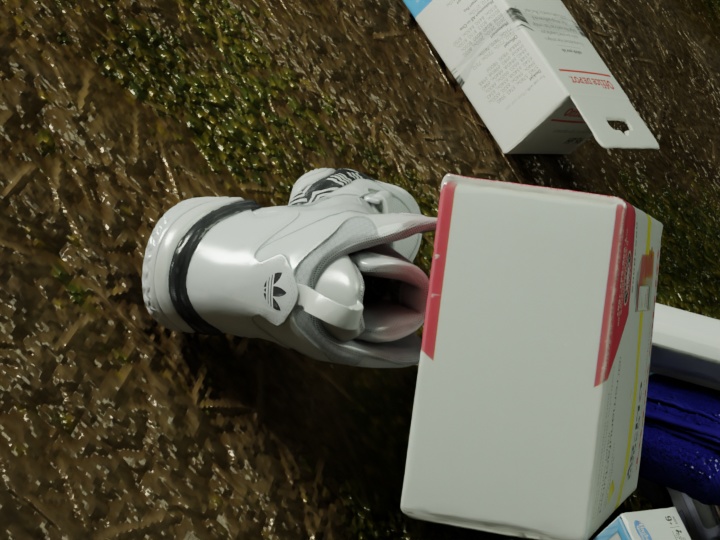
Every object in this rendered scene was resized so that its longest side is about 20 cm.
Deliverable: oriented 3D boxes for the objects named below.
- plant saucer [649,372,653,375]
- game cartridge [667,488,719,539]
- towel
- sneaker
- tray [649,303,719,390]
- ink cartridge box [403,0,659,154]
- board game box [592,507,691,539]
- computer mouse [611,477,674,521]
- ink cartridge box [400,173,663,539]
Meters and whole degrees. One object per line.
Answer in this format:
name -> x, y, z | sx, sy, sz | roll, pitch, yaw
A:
plant saucer -> 0.166, 0.077, 1.016 | 0.198, 0.019, 0.070 | 23, 40, -19
game cartridge -> 0.227, 0.128, 1.078 | 0.129, 0.038, 0.201 | 27, 35, -45
towel -> 0.241, 0.100, 0.913 | 0.198, 0.050, 0.147 | 20, 19, 29
sneaker -> 0.000, 0.000, 0.788 | 0.114, 0.076, 0.199 | 13, 13, 32
tray -> 0.193, 0.046, 0.960 | 0.198, 0.022, 0.107 | 15, 14, 19
ink cartridge box -> 0.119, -0.149, 1.220 | 0.116, 0.068, 0.201 | -6, 60, -58
board game box -> 0.121, 0.218, 0.684 | 0.034, 0.135, 0.201 | 0, 54, -36
computer mouse -> 0.203, 0.178, 0.953 | 0.058, 0.034, 0.201 | -34, 83, -30
ink cartridge box -> 0.088, 0.038, 0.792 | 0.200, 0.082, 0.147 | 4, 92, -75
